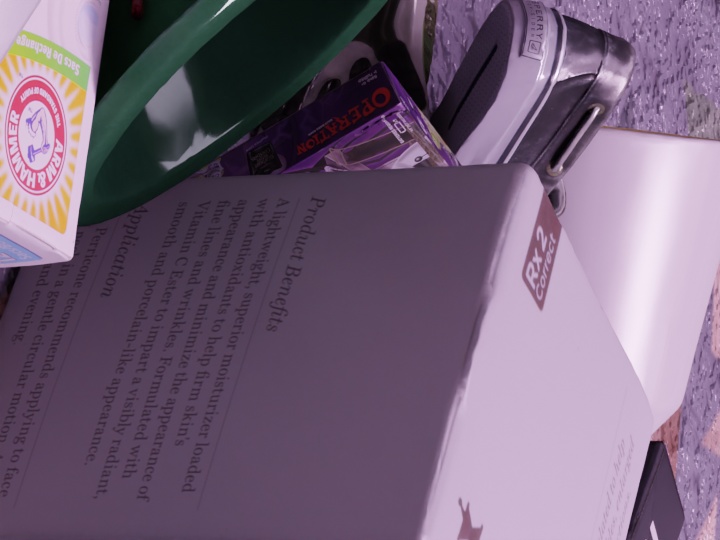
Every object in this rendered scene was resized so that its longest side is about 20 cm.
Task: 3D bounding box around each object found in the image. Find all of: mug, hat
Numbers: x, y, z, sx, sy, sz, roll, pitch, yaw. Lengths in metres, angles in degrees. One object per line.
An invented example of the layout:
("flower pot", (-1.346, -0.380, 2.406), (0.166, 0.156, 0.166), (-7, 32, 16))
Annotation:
("mug", (0.117, 0.004, 1.454), (0.186, 0.149, 0.154), (0, 97, -59))
("hat", (-0.084, -0.142, 1.028), (0.200, 0.176, 0.166), (-37, 171, -23))

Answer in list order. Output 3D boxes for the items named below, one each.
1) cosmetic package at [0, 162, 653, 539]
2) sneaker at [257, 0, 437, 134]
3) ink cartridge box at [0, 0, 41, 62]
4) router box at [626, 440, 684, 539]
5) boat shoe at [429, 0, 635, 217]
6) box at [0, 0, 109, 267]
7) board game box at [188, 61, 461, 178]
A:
("cosmetic package", (-0.020, 0.075, 1.078), (0.165, 0.199, 0.165), (60, 38, -46))
("sneaker", (0.005, -0.081, 1.302), (0.089, 0.077, 0.201), (57, 42, -70))
("ink cartridge box", (-0.169, -0.150, 0.768), (0.146, 0.144, 0.200), (-57, 147, -3))
("router box", (0.044, 0.156, 1.274), (0.200, 0.149, 0.051), (-64, 145, -45))
("boat shoe", (0.058, -0.036, 1.286), (0.200, 0.071, 0.072), (124, -23, -49))
("box", (-0.147, -0.109, 0.927), (0.112, 0.101, 0.201), (36, 57, -59))
("board game box", (0.000, 0.000, 1.229), (0.200, 0.120, 0.032), (49, 18, -54))
